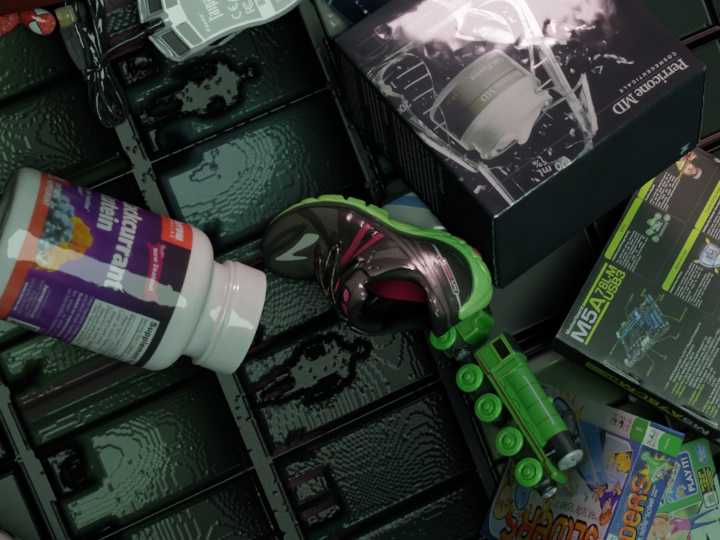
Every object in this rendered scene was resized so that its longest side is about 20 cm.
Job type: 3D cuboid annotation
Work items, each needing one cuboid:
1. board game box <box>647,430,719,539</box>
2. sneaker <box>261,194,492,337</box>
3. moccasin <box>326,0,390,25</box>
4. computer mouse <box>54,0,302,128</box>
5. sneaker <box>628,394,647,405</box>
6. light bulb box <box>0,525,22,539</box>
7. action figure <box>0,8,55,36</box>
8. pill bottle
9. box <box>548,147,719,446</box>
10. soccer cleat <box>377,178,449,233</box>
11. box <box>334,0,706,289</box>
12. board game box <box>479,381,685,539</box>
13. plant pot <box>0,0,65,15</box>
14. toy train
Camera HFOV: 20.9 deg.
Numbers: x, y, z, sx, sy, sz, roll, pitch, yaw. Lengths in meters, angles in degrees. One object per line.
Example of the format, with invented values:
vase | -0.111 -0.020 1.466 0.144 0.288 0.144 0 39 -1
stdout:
board game box | 0.246 0.249 1.618 0.134 0.029 0.201 -18 99 -15
sneaker | 0.000 0.000 1.453 0.084 0.199 0.077 -47 135 -36
moccasin | -0.015 -0.259 1.480 0.080 0.068 0.200 -43 105 -20
computer mouse | -0.128 -0.195 1.473 0.199 0.044 0.110 -26 99 -8
sneaker | 0.305 0.054 1.599 0.199 0.077 0.080 -12 88 -15
light bulb box | -0.269 0.306 1.426 0.200 0.125 0.199 36 84 -14
action figure | -0.315 -0.215 1.416 0.199 0.052 0.066 21 83 -18
pill bottle | -0.175 0.008 1.437 0.199 0.111 0.112 20 89 -17
box | 0.280 0.022 1.556 0.192 0.048 0.201 28 76 7
soccer cleat | 0.111 -0.052 1.531 0.199 0.070 0.087 -22 77 -6
box | 0.119 -0.132 1.459 0.200 0.124 0.197 -36 67 -11
board game box | 0.166 0.167 1.499 0.034 0.200 0.136 21 88 -20
plant pot | -0.265 -0.273 1.326 0.176 0.200 0.201 -28 90 -14
toy train | 0.106 0.084 1.505 0.056 0.042 0.200 -37 64 10
